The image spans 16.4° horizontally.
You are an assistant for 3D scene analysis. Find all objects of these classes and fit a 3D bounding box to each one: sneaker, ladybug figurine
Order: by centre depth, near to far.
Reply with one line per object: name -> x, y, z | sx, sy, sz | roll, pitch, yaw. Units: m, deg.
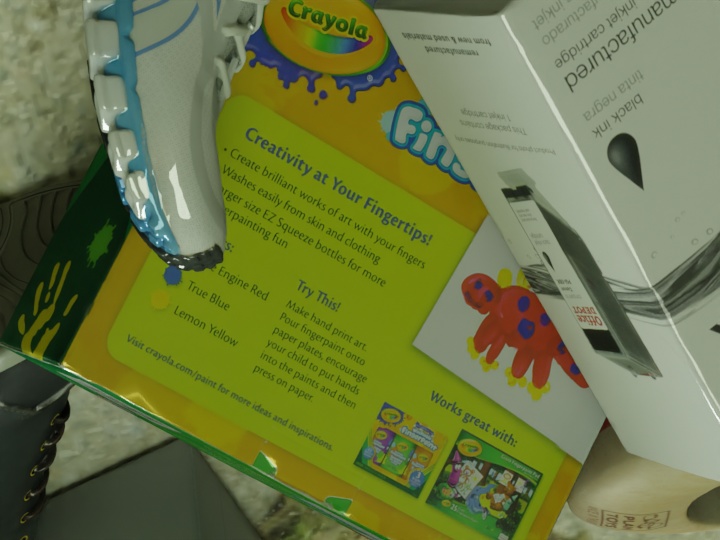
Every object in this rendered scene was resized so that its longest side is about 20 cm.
sneaker -> -0.049, -0.100, 0.797 | 0.087, 0.200, 0.075 | -7, 167, -3
sneaker -> -0.133, 0.047, 0.962 | 0.200, 0.075, 0.106 | -34, 134, 16
ladybug figurine -> 0.168, 0.051, 0.982 | 0.200, 0.072, 0.136 | -12, 160, -2

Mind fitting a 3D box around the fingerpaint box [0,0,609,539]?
fingerpaint box -> 0.000, 0.000, 0.893 | 0.200, 0.073, 0.167 | 30, 82, -26

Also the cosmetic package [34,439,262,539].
cosmetic package -> -0.066, 0.214, 0.999 | 0.123, 0.199, 0.200 | -26, 125, 11

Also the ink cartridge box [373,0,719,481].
ink cartridge box -> 0.120, -0.048, 0.858 | 0.147, 0.083, 0.200 | -41, 114, -19
